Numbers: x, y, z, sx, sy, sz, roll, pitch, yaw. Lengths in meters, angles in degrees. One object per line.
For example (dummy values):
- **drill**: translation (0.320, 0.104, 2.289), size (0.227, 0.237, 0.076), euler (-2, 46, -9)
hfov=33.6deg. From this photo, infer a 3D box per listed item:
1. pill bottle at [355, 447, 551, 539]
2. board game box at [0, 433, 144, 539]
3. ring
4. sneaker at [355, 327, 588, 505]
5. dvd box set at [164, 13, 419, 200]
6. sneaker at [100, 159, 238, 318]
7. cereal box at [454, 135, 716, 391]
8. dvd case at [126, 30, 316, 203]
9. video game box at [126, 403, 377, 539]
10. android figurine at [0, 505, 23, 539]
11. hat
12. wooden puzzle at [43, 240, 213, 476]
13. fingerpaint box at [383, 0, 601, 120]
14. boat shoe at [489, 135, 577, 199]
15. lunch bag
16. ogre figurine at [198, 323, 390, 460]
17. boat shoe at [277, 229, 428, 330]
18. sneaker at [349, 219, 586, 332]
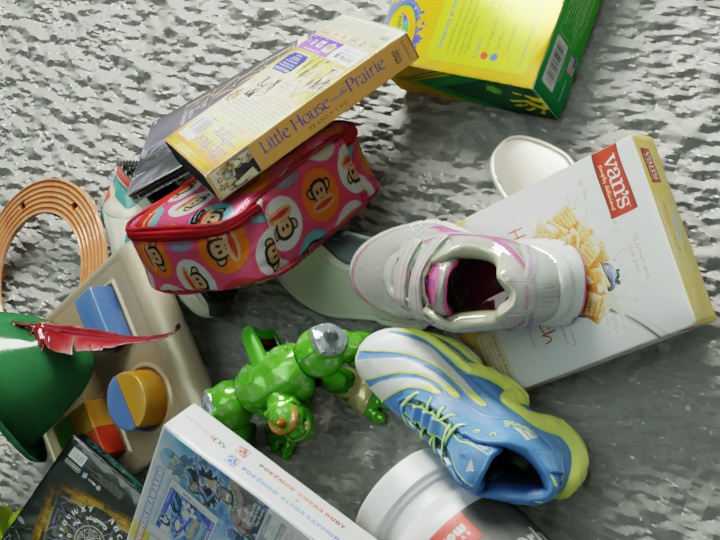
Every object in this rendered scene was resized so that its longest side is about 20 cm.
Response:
- **pill bottle**: translation (0.092, 0.231, 0.868), size (0.116, 0.116, 0.200), euler (-51, 58, 4)
- **board game box**: translation (-0.213, 0.258, 1.042), size (0.199, 0.028, 0.136), euler (37, 93, 14)
- **ring**: translation (-0.320, 0.007, 1.209), size (0.199, 0.019, 0.203), euler (-7, 78, 37)
- **sneaker**: translation (0.075, 0.107, 0.883), size (0.199, 0.105, 0.076), euler (27, 104, 14)
- **dvd box set**: translation (-0.062, -0.141, 0.996), size (0.199, 0.030, 0.146), euler (-37, 26, -9)
- **sneaker**: translation (-0.190, -0.012, 1.148), size (0.200, 0.070, 0.094), euler (52, 121, 27)
- **cereal box**: translation (0.155, 0.003, 0.906), size (0.199, 0.039, 0.145), euler (-28, 74, 39)
- **dvd case**: translation (-0.127, -0.148, 1.130), size (0.199, 0.016, 0.149), euler (-26, 29, 17)
- **video game box**: translation (-0.097, 0.232, 0.931), size (0.181, 0.047, 0.201), euler (33, 124, 14)
- **android figurine**: translation (-0.361, 0.311, 1.134), size (0.182, 0.041, 0.200), euler (-43, 58, 9)
- **hat**: translation (-0.256, 0.059, 1.062), size (0.175, 0.166, 0.200), euler (-35, 63, -7)
- **wooden puzzle**: translation (-0.239, 0.098, 1.100), size (0.199, 0.046, 0.187), euler (-36, 69, 27)
- **fingerpaint box**: translation (0.123, -0.248, 1.042), size (0.166, 0.073, 0.202), euler (16, 82, 32)
- **boat shoe**: translation (0.182, -0.040, 0.957), size (0.067, 0.057, 0.200), euler (-51, 52, 0)
- **lunch bag**: translation (-0.100, -0.054, 1.036), size (0.175, 0.083, 0.200), euler (-2, 29, 44)
- **ogre figurine**: translation (-0.056, 0.099, 0.993), size (0.198, 0.120, 0.099), euler (-12, 67, 25)
- **boat shoe**: translation (0.000, 0.000, 1.045), size (0.199, 0.073, 0.062), euler (16, 38, 39)
- **sneaker**: translation (0.064, 0.003, 0.896), size (0.198, 0.088, 0.082), euler (1, 94, 38)
